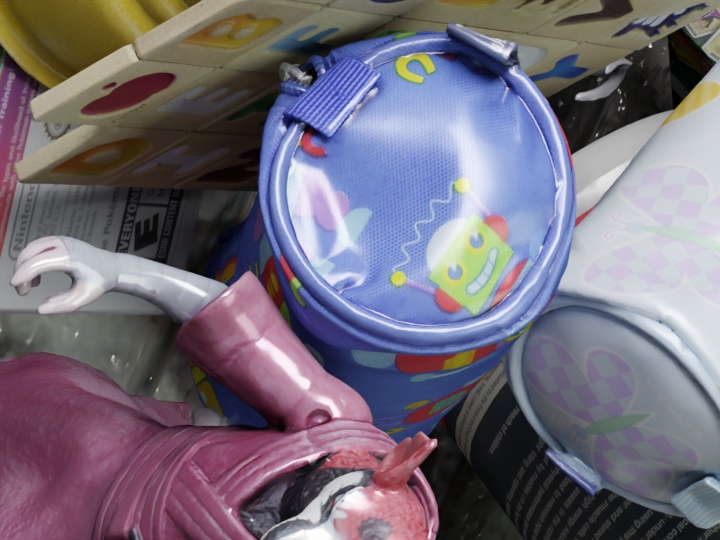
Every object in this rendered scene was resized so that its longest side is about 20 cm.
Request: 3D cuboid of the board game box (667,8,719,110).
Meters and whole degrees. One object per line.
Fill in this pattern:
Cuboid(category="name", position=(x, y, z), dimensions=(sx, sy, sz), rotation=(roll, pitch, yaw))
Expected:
Cuboid(category="board game box", position=(0.168, 0.002, 0.967), dimensions=(0.023, 0.200, 0.105), rotation=(-31, 150, -12))

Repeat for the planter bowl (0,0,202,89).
Cuboid(category="planter bowl", position=(-0.008, -0.126, 0.727), dimensions=(0.200, 0.083, 0.201), rotation=(-29, 129, -45))

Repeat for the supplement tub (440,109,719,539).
Cuboid(category="supplement tub", position=(0.121, 0.063, 0.908), dimensions=(0.140, 0.200, 0.140), rotation=(-30, 158, -13))

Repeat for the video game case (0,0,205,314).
Cuboid(category="video game case", position=(-0.087, -0.087, 0.730), dimensions=(0.182, 0.023, 0.201), rotation=(1, 106, -55))

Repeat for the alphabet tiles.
Cuboid(category="alphabet tiles", position=(0.012, -0.056, 0.744), dimensions=(0.200, 0.166, 0.006), rotation=(0, 67, -59))

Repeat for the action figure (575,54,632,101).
Cuboid(category="action figure", position=(0.110, -0.133, 0.905), dimensions=(0.069, 0.130, 0.200), rotation=(40, 66, -28))

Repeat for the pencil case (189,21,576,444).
Cuboid(category="pencil case", position=(0.000, 0.000, 0.771), dimensions=(0.078, 0.087, 0.200), rotation=(-38, 174, -15))

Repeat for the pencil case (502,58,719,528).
Cuboid(category="pencil case", position=(0.125, -0.020, 0.827), dimensions=(0.200, 0.091, 0.083), rotation=(-49, 170, -31))

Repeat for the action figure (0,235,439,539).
Cuboid(category="action figure", position=(-0.039, 0.073, 0.706), dimensions=(0.149, 0.199, 0.135), rotation=(22, 70, -42))
